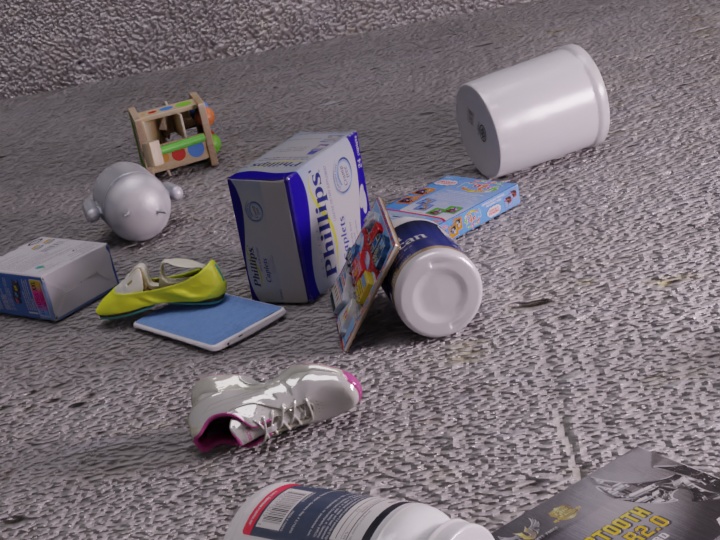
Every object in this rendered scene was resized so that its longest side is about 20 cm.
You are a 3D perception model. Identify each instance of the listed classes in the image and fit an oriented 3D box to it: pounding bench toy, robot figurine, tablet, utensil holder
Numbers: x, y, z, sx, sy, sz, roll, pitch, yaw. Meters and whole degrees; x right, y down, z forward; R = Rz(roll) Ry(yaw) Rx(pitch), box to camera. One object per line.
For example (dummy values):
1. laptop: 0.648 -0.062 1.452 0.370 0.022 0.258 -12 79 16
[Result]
1. pounding bench toy: -0.343 -0.249 2.599 0.154 0.126 0.200 -15 21 -11
2. robot figurine: -0.382 -0.115 2.285 0.168 0.114 0.200 -19 21 -18
3. tablet: -0.206 0.066 1.854 0.129 0.014 0.199 -28 25 -35
4. utensil holder: 0.275 -0.252 2.202 0.198 0.172 0.170 -21 22 -16

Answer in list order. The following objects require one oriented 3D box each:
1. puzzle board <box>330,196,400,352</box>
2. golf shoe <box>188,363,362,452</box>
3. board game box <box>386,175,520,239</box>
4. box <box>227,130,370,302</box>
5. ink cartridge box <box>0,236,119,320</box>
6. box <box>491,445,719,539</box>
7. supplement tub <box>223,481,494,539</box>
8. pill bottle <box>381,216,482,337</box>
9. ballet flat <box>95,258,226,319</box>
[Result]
1. puzzle board: 0.000 0.000 1.742 0.017 0.152 0.200 24 16 -13
2. golf shoe: -0.095 0.157 1.491 0.197 0.076 0.092 -9 35 14
3. board game box: 0.119 -0.089 2.043 0.199 0.037 0.150 -29 26 -36
4. box: -0.077 -0.077 1.912 0.104 0.186 0.200 3 25 30
5. ink cartridge box: -0.483 0.009 2.070 0.198 0.077 0.136 7 27 39
6. box: 0.221 0.227 1.134 0.198 0.049 0.158 -23 24 -28
7. supplement tub: -0.002 0.247 1.074 0.198 0.142 0.140 3 25 35
8. pill bottle: 0.077 -0.001 1.726 0.109 0.113 0.200 -14 20 -7
9. ballet flat: -0.282 0.020 1.904 0.197 0.068 0.067 -8 21 14
